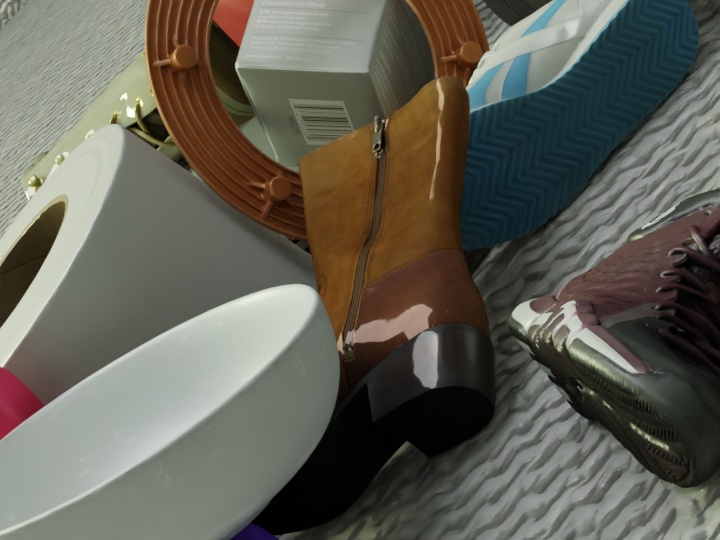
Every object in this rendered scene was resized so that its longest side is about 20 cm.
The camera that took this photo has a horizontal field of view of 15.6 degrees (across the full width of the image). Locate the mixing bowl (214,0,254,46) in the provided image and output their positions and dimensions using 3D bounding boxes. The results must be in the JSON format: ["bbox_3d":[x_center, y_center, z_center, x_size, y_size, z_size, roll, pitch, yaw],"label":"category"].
[{"bbox_3d":[-0.023,-0.186,1.760,0.200,0.200,0.108,-45,48,-11],"label":"mixing bowl"}]

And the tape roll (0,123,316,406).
[{"bbox_3d":[-0.128,0.043,1.379,0.203,0.139,0.203,-48,19,23],"label":"tape roll"}]

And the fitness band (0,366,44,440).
[{"bbox_3d":[-0.172,0.132,1.224,0.037,0.200,0.144,-9,40,31],"label":"fitness band"}]

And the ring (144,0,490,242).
[{"bbox_3d":[-0.017,-0.111,1.380,0.201,0.200,0.019,-50,7,-27],"label":"ring"}]

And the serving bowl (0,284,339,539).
[{"bbox_3d":[-0.088,0.086,1.139,0.200,0.066,0.200,-29,13,8],"label":"serving bowl"}]

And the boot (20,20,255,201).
[{"bbox_3d":[-0.129,-0.078,1.548,0.155,0.072,0.200,-43,11,4],"label":"boot"}]

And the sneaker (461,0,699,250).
[{"bbox_3d":[0.085,-0.080,1.376,0.200,0.077,0.081,-37,24,-19],"label":"sneaker"}]

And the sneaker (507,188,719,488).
[{"bbox_3d":[0.130,0.012,1.037,0.115,0.076,0.200,-40,15,-3],"label":"sneaker"}]

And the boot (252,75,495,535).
[{"bbox_3d":[-0.023,0.014,1.266,0.188,0.068,0.201,-33,43,29],"label":"boot"}]

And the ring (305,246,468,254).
[{"bbox_3d":[0.000,0.000,1.458,0.200,0.019,0.201,-38,17,13],"label":"ring"}]

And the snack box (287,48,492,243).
[{"bbox_3d":[0.006,-0.063,1.538,0.200,0.024,0.072,-35,-5,-6],"label":"snack box"}]

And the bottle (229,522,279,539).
[{"bbox_3d":[-0.066,0.149,1.156,0.084,0.065,0.200,-42,15,-23],"label":"bottle"}]

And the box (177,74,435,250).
[{"bbox_3d":[-0.038,-0.078,1.627,0.200,0.097,0.124,-45,16,-3],"label":"box"}]

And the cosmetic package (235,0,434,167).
[{"bbox_3d":[0.002,-0.167,1.496,0.090,0.107,0.201,3,59,17],"label":"cosmetic package"}]

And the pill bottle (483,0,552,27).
[{"bbox_3d":[0.135,-0.205,1.453,0.114,0.114,0.200,-46,3,-16],"label":"pill bottle"}]
